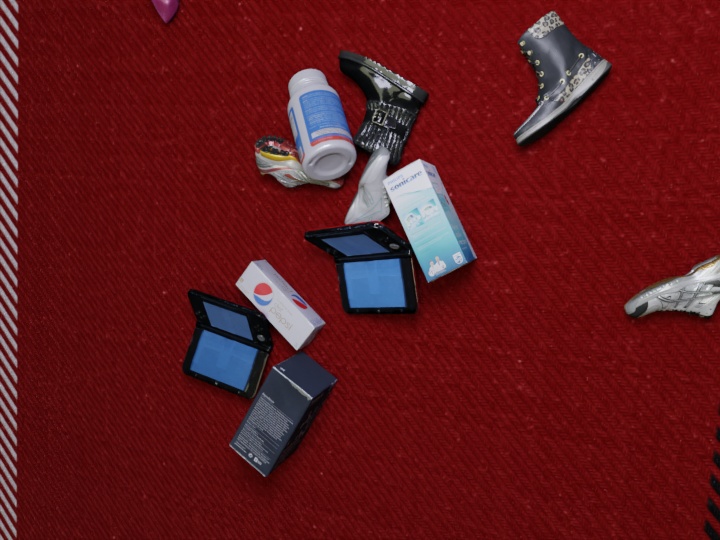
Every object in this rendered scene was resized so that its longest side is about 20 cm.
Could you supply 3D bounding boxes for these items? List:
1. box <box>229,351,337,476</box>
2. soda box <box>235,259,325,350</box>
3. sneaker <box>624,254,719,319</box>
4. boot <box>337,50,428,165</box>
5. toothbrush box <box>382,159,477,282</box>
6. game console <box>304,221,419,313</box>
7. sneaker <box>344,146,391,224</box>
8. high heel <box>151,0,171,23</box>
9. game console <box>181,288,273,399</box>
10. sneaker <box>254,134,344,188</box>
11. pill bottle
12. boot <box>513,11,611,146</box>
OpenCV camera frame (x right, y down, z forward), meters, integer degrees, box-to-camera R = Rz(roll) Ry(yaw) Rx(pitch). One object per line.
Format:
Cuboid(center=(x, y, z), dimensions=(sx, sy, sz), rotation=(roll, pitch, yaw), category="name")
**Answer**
Cuboid(center=(-0.157, 0.293, 1.261), dimensions=(0.106, 0.148, 0.203), rotation=(33, 105, 13), category="box")
Cuboid(center=(-0.171, 0.071, 1.293), dimensions=(0.200, 0.063, 0.068), rotation=(45, 106, 11), category="soda box")
Cuboid(center=(0.556, 0.049, 1.030), dimensions=(0.196, 0.075, 0.090), rotation=(-26, 86, 20), category="sneaker")
Cuboid(center=(0.017, -0.319, 1.186), dimensions=(0.208, 0.079, 0.160), rotation=(33, 104, 13), category="boot")
Cuboid(center=(0.132, -0.092, 1.130), dimensions=(0.084, 0.146, 0.204), rotation=(-27, 85, 18), category="toothbrush box")
Cuboid(center=(0.000, 0.000, 1.164), dimensions=(0.196, 0.171, 0.122), rotation=(-4, 67, 40), category="game console")
Cuboid(center=(0.030, -0.153, 1.175), dimensions=(0.079, 0.071, 0.202), rotation=(23, 138, 1), category="sneaker")
Cuboid(center=(-0.489, -0.628, 1.346), dimensions=(0.196, 0.067, 0.098), rotation=(25, 92, 2), category="high heel")
Cuboid(center=(-0.300, 0.157, 1.311), dimensions=(0.195, 0.120, 0.175), rotation=(16, 141, 17), category="game console")
Cuboid(center=(-0.125, -0.213, 1.256), dimensions=(0.195, 0.079, 0.083), rotation=(20, 136, 8), category="sneaker")
Cuboid(center=(-0.082, -0.289, 1.186), dimensions=(0.110, 0.112, 0.205), rotation=(-24, 65, 19), category="pill bottle")
Cuboid(center=(0.322, -0.341, 1.083), dimensions=(0.203, 0.073, 0.155), rotation=(-41, 79, 11), category="boot")
